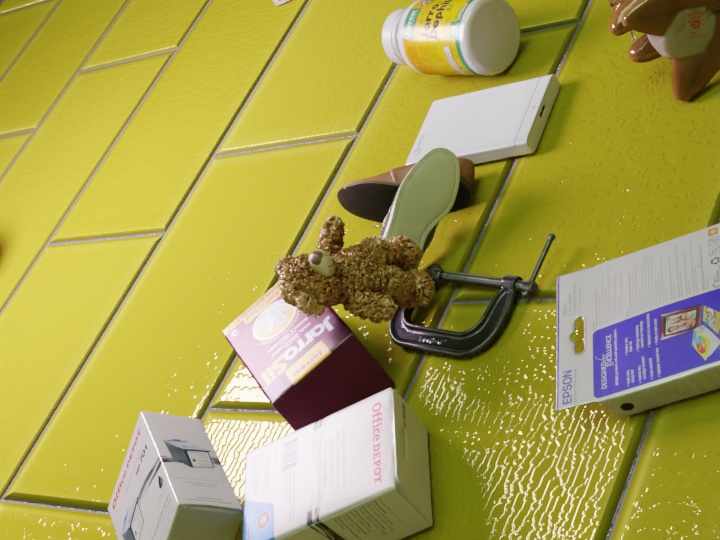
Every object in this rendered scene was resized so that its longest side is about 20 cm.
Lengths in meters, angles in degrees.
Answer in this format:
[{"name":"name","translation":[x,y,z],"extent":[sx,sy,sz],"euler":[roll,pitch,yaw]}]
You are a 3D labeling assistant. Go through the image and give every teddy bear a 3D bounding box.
[{"name":"teddy bear","translation":[0.000,0.000,1.609],"extent":[0.067,0.199,0.146],"euler":[133,142,-53]}]

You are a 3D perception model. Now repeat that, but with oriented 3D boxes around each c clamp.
[{"name":"c clamp","translation":[0.127,0.032,1.628],"extent":[0.199,0.027,0.172],"euler":[1,56,43]}]

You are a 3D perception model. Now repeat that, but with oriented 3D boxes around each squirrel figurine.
[{"name":"squirrel figurine","translation":[0.397,-0.343,1.678],"extent":[0.200,0.141,0.187],"euler":[-44,23,15]}]

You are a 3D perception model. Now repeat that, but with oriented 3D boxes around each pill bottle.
[{"name":"pill bottle","translation":[0.126,-0.341,1.972],"extent":[0.199,0.113,0.113],"euler":[12,59,50]}]

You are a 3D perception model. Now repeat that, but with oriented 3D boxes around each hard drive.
[{"name":"hard drive","translation":[0.165,-0.197,1.847],"extent":[0.199,0.027,0.132],"euler":[-8,45,40]}]

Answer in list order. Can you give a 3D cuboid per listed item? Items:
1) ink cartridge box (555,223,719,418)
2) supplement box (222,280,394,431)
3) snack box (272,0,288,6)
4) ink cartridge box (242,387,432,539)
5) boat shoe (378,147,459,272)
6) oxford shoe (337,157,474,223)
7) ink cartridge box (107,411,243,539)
[{"name":"ink cartridge box","translation":[0.300,0.056,1.408],"extent":[0.199,0.043,0.199],"euler":[-19,39,26]},{"name":"supplement box","translation":[-0.068,0.106,1.658],"extent":[0.131,0.103,0.200],"euler":[-41,34,-3]},{"name":"snack box","translation":[-0.074,-0.546,2.483],"extent":[0.199,0.024,0.072],"euler":[-17,39,32]},{"name":"ink cartridge box","translation":[-0.026,0.238,1.482],"extent":[0.199,0.084,0.147],"euler":[-25,37,20]},{"name":"boat shoe","translation":[0.064,-0.061,1.719],"extent":[0.203,0.072,0.060],"euler":[-66,9,-9]},{"name":"oxford shoe","translation":[0.064,-0.112,1.817],"extent":[0.199,0.072,0.072],"euler":[-5,41,26]},{"name":"ink cartridge box","translation":[-0.217,0.279,1.573],"extent":[0.200,0.085,0.147],"euler":[49,123,56]}]
